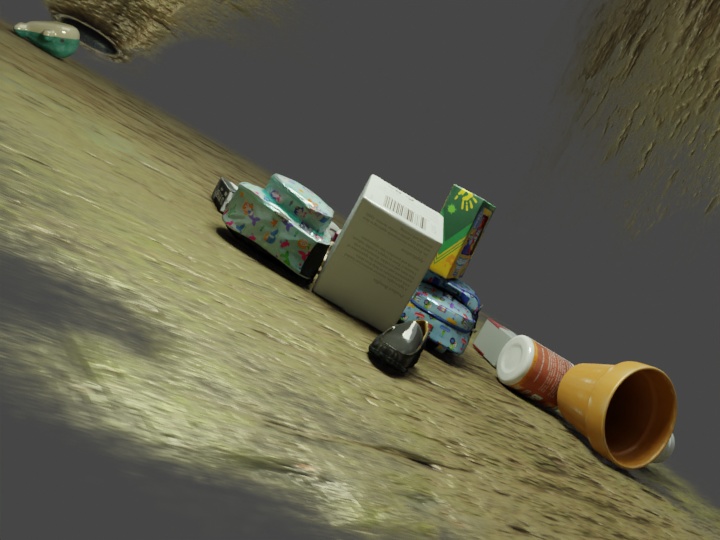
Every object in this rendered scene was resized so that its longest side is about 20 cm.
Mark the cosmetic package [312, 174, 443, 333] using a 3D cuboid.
[{"bbox_3d":[0.035,-0.031,1.501,0.162,0.202,0.166,30,20,-5],"label":"cosmetic package"}]

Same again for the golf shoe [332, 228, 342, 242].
[{"bbox_3d":[0.000,0.000,1.662,0.089,0.076,0.204,-2,58,-28],"label":"golf shoe"}]

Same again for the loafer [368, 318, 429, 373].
[{"bbox_3d":[0.063,0.108,1.286,0.072,0.073,0.200,33,7,9],"label":"loafer"}]

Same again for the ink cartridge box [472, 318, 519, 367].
[{"bbox_3d":[0.391,0.214,2.018,0.197,0.084,0.146,29,6,-20],"label":"ink cartridge box"}]

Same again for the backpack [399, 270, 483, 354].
[{"bbox_3d":[0.155,0.082,1.670,0.180,0.137,0.200,31,9,3],"label":"backpack"}]

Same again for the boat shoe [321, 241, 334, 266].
[{"bbox_3d":[-0.022,0.009,1.725,0.198,0.062,0.074,33,50,-20],"label":"boat shoe"}]

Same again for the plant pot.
[{"bbox_3d":[0.503,0.273,1.682,0.198,0.204,0.182,28,-5,-27],"label":"plant pot"}]

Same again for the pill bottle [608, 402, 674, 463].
[{"bbox_3d":[0.607,0.359,1.810,0.198,0.116,0.114,26,8,-44],"label":"pill bottle"}]

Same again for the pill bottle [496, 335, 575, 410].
[{"bbox_3d":[0.398,0.231,1.791,0.197,0.114,0.112,30,6,-22],"label":"pill bottle"}]

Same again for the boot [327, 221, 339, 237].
[{"bbox_3d":[-0.101,-0.078,1.996,0.198,0.075,0.096,12,25,-48],"label":"boot"}]

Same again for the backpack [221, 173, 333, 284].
[{"bbox_3d":[-0.144,-0.087,1.488,0.196,0.153,0.178,26,8,-4],"label":"backpack"}]

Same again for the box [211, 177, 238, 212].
[{"bbox_3d":[-0.215,-0.117,1.769,0.197,0.050,0.158,29,7,-22],"label":"box"}]

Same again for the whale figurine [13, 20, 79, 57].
[{"bbox_3d":[-0.988,-0.729,2.611,0.195,0.106,0.159,2,19,-22],"label":"whale figurine"}]

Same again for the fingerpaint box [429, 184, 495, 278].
[{"bbox_3d":[0.199,-0.074,1.680,0.072,0.170,0.200,28,7,14],"label":"fingerpaint box"}]
